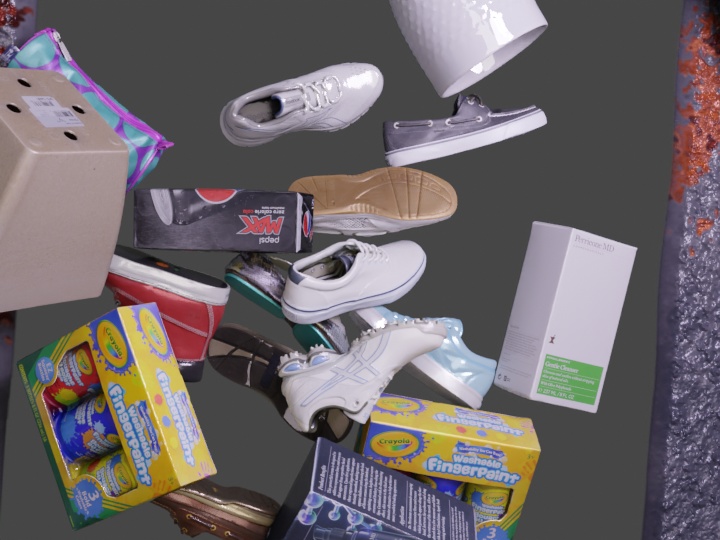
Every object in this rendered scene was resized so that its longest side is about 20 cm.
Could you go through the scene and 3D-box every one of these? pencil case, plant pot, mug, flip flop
[{"bbox_3d":[-0.310,-0.179,1.262,0.200,0.085,0.092,43,114,-7],"label":"pencil case"},{"bbox_3d":[-0.354,-0.096,1.144,0.200,0.199,0.178,45,117,21],"label":"plant pot"},{"bbox_3d":[0.124,-0.323,1.291,0.199,0.147,0.177,-31,88,-35],"label":"mug"},{"bbox_3d":[-0.091,0.129,1.319,0.198,0.058,0.082,30,94,8],"label":"flip flop"}]

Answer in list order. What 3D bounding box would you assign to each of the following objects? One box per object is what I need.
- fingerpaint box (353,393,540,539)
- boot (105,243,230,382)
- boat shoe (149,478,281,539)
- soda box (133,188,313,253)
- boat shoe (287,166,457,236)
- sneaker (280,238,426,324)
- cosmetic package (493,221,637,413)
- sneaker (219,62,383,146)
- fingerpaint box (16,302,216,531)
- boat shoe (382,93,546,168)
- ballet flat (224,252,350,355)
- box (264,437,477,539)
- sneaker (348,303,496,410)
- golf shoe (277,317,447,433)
[{"bbox_3d":[0.088,0.243,1.297,0.197,0.074,0.169,11,113,-7],"label":"fingerpaint box"},{"bbox_3d":[-0.263,0.054,1.289,0.198,0.072,0.146,20,101,-1],"label":"boot"},{"bbox_3d":[-0.191,0.277,1.300,0.198,0.072,0.068,19,95,-4],"label":"boat shoe"},{"bbox_3d":[-0.154,-0.056,1.264,0.197,0.063,0.072,2,92,14],"label":"soda box"},{"bbox_3d":[0.014,-0.074,1.316,0.197,0.070,0.072,1,60,1],"label":"boat shoe"},{"bbox_3d":[0.000,0.000,1.276,0.199,0.071,0.073,-23,52,-34],"label":"sneaker"},{"bbox_3d":[0.241,0.054,1.325,0.106,0.085,0.203,12,92,-27],"label":"cosmetic package"},{"bbox_3d":[-0.064,-0.191,1.290,0.198,0.087,0.075,-20,92,-7],"label":"sneaker"},{"bbox_3d":[-0.270,0.160,1.230,0.165,0.073,0.202,-25,82,26],"label":"fingerpaint box"},{"bbox_3d":[0.120,-0.175,1.326,0.197,0.070,0.067,-14,95,2],"label":"boat shoe"},{"bbox_3d":[-0.067,0.043,1.312,0.200,0.072,0.072,42,87,-8],"label":"ballet flat"},{"bbox_3d":[0.007,0.302,1.217,0.198,0.107,0.150,25,113,-7],"label":"box"},{"bbox_3d":[0.076,0.081,1.332,0.199,0.074,0.082,38,74,-12],"label":"sneaker"},{"bbox_3d":[0.010,0.118,1.236,0.198,0.078,0.098,-20,71,12],"label":"golf shoe"}]
